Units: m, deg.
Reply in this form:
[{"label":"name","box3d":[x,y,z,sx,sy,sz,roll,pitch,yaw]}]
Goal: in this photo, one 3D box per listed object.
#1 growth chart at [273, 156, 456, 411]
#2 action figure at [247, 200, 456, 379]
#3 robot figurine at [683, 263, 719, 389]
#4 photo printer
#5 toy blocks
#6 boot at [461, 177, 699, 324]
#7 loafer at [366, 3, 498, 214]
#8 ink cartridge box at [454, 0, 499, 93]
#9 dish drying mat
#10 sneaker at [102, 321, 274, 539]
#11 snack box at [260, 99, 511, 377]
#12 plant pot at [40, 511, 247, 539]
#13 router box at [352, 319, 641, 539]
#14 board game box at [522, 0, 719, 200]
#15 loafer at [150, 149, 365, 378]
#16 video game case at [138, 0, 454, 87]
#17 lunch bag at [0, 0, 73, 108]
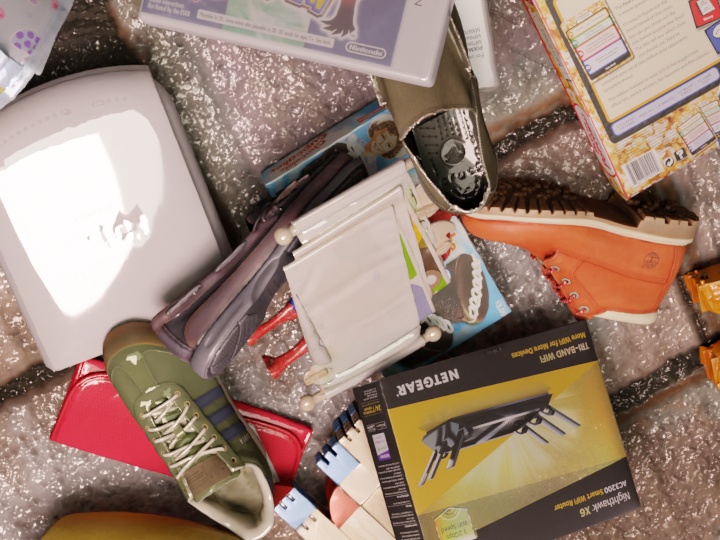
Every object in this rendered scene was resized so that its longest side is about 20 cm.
[{"label":"growth chart","box3d":[0.008,0.009,1.231,0.144,0.018,0.201,-24,136,-16]},{"label":"action figure","box3d":[0.000,0.000,1.270,0.199,0.052,0.066,-34,117,-2]},{"label":"robot figurine","box3d":[0.373,0.019,1.385,0.198,0.058,0.146,-17,112,-4]},{"label":"photo printer","box3d":[-0.194,-0.045,1.244,0.165,0.070,0.201,-21,112,-4]},{"label":"toy blocks","box3d":[0.020,0.170,1.358,0.137,0.100,0.200,44,93,-11]},{"label":"boot","box3d":[0.163,-0.011,1.328,0.198,0.075,0.108,10,112,-15]},{"label":"loafer","box3d":[0.048,-0.123,1.109,0.075,0.070,0.201,-26,111,2]},{"label":"ink cartridge box","box3d":[0.032,-0.230,1.184,0.083,0.144,0.202,-13,111,-4]},{"label":"dish drying mat","box3d":[-0.142,0.131,1.344,0.199,0.018,0.077,19,105,-17]},{"label":"sneaker","box3d":[-0.120,0.128,1.264,0.067,0.090,0.201,-30,129,7]},{"label":"snack box","box3d":[0.021,-0.021,1.312,0.116,0.037,0.201,-32,112,1]},{"label":"plant pot","box3d":[-0.191,0.267,1.307,0.141,0.200,0.201,28,104,11]},{"label":"router box","box3d":[0.108,0.139,1.312,0.199,0.052,0.159,-15,86,-28]},{"label":"board game box","box3d":[0.224,-0.179,1.292,0.151,0.046,0.201,-29,112,0]},{"label":"loafer","box3d":[-0.075,-0.016,1.224,0.063,0.072,0.201,33,75,13]},{"label":"video game case","box3d":[-0.028,-0.227,1.068,0.198,0.023,0.184,14,89,12]},{"label":"lunch bag","box3d":[-0.279,-0.197,1.105,0.169,0.200,0.127,37,99,-20]}]
